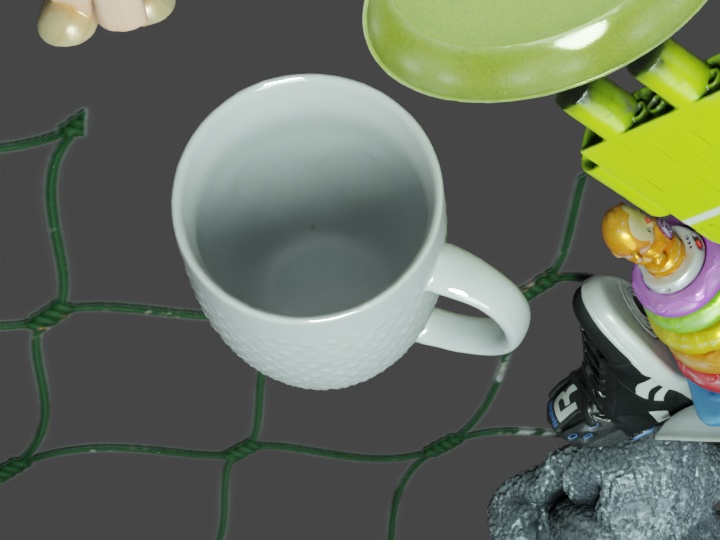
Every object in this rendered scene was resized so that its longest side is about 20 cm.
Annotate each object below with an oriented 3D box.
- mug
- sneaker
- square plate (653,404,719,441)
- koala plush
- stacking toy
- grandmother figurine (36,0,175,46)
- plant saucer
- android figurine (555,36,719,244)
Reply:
[{"bbox_3d":[0.000,0.000,1.330,0.199,0.148,0.175,18,160,10],"label":"mug"},{"bbox_3d":[0.167,0.074,1.627,0.112,0.073,0.200,-30,148,18],"label":"sneaker"},{"bbox_3d":[0.332,0.087,1.607,0.197,0.029,0.200,-10,-179,-29],"label":"square plate"},{"bbox_3d":[0.213,0.228,1.748,0.177,0.201,0.184,-2,156,-23],"label":"koala plush"},{"bbox_3d":[0.213,0.005,1.515,0.110,0.116,0.200,-29,141,24],"label":"stacking toy"},{"bbox_3d":[-0.130,-0.183,1.094,0.121,0.061,0.200,-23,152,-6],"label":"grandmother figurine"},{"bbox_3d":[0.094,-0.159,1.212,0.199,0.031,0.200,-13,149,-8],"label":"plant saucer"},{"bbox_3d":[0.216,-0.071,1.383,0.200,0.041,0.182,28,149,-26],"label":"android figurine"}]
